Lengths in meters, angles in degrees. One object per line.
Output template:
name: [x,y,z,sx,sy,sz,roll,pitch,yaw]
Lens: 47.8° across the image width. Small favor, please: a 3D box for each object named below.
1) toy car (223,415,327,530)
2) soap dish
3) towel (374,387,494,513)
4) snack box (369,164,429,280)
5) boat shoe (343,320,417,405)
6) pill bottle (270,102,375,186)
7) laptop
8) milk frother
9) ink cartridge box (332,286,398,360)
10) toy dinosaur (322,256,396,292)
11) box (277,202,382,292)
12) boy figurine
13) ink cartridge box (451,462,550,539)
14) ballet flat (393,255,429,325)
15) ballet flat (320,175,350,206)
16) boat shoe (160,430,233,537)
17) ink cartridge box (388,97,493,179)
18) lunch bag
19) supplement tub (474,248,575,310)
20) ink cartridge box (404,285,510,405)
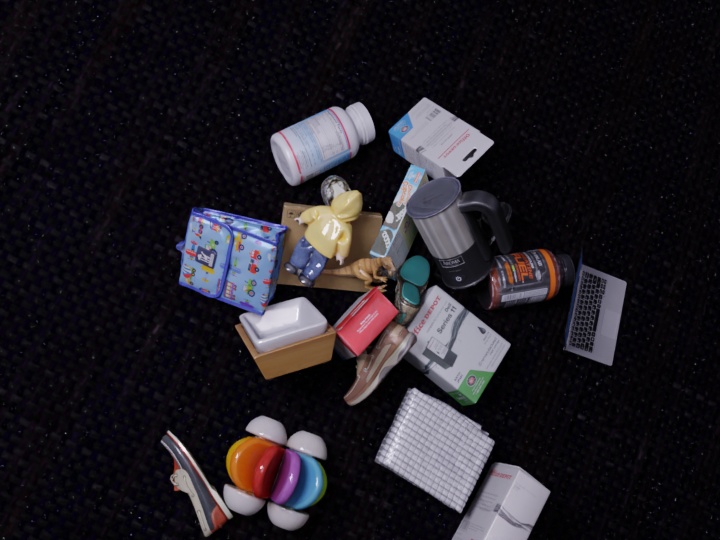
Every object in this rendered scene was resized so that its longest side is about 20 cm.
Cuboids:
toy car: [-0.150,0.371,1.483,0.196,0.150,0.179,21,76,-8]
soap dish: [-0.140,0.124,1.511,0.154,0.200,0.083,-16,107,-15]
towel: [0.145,0.348,1.588,0.197,0.086,0.168,31,74,-4]
snack box: [0.086,-0.095,1.630,0.036,0.116,0.203,20,75,21]
boat shoe: [0.027,0.176,1.563,0.072,0.076,0.201,41,110,6]
pill bottle: [-0.073,-0.259,1.627,0.197,0.109,0.111,-27,87,-16]
laptop: [0.488,0.078,1.678,0.196,0.116,0.192,19,77,-17]
milk frother: [0.204,-0.108,1.609,0.177,0.202,0.190,-21,124,16]
ink cartridge box: [0.001,0.101,1.534,0.067,0.200,0.116,44,77,-2]
toy dinosaur: [0.000,0.000,1.575,0.106,0.196,0.061,46,47,-36]
box: [-0.065,-0.042,1.594,0.194,0.021,0.167,5,114,-12]
boy figurine: [-0.067,-0.072,1.529,0.123,0.064,0.202,35,99,8]
ink cartridge box: [0.263,0.482,1.556,0.082,0.146,0.202,34,76,-6]
ballet flat: [0.092,0.043,1.612,0.067,0.201,0.076,27,120,-4]
ballet flat: [-0.025,-0.099,1.632,0.071,0.072,0.204,-23,86,-15]
boat shoe: [-0.311,0.389,1.489,0.062,0.071,0.202,-34,93,-13]
ink cartridge box: [0.166,-0.252,1.652,0.116,0.067,0.199,-42,58,-14]
lunch bag: [-0.252,-0.027,1.539,0.195,0.094,0.154,16,113,3]
supplement tub: [0.339,0.014,1.673,0.195,0.107,0.110,-9,83,-14]
ink cartridge box: [0.177,0.149,1.626,0.198,0.083,0.148,37,75,-3]
